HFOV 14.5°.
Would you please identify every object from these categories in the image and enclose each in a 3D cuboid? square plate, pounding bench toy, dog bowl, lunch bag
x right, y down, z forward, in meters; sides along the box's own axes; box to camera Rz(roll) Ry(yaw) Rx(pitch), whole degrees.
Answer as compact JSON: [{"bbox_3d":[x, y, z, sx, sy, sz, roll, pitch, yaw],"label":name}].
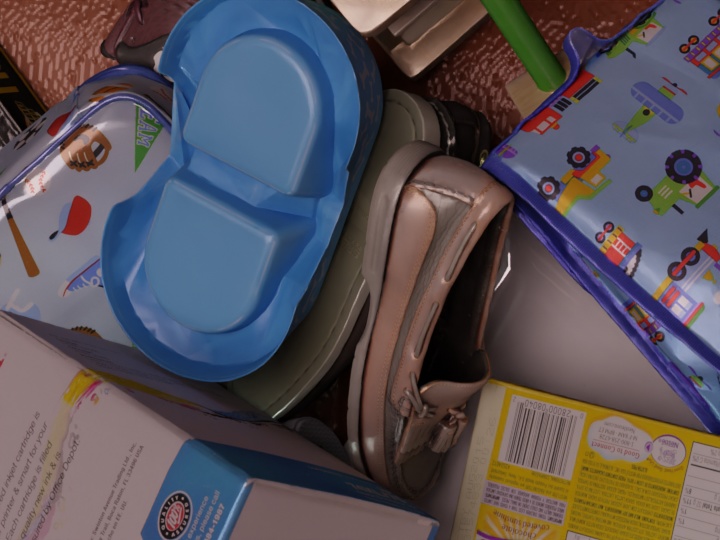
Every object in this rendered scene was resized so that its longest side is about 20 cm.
[{"bbox_3d":[0.093,0.102,1.423,0.200,0.028,0.198,38,99,29],"label":"square plate"},{"bbox_3d":[0.044,-0.161,1.367,0.124,0.156,0.200,-40,80,5],"label":"pounding bench toy"},{"bbox_3d":[-0.054,-0.044,1.378,0.111,0.050,0.201,28,113,20],"label":"dog bowl"},{"bbox_3d":[0.165,-0.041,1.337,0.151,0.094,0.200,-42,82,-12],"label":"lunch bag"},{"bbox_3d":[-0.139,0.005,1.477,0.200,0.076,0.160,-42,109,11],"label":"lunch bag"}]

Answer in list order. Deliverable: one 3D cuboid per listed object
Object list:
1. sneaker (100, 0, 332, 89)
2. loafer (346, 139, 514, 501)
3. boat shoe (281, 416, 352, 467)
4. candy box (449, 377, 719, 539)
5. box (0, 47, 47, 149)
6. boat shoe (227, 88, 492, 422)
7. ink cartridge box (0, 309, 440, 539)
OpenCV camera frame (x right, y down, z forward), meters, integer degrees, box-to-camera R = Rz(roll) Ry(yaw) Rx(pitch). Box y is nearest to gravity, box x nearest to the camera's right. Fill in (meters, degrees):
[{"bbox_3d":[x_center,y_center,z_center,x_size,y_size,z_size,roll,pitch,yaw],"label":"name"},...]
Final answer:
[{"bbox_3d":[-0.106,-0.167,1.482,0.115,0.076,0.200,-33,83,23],"label":"sneaker"},{"bbox_3d":[0.036,0.035,1.368,0.063,0.072,0.201,21,128,26],"label":"loafer"},{"bbox_3d":[-0.017,0.175,1.422,0.067,0.073,0.201,-33,59,31],"label":"boat shoe"},{"bbox_3d":[0.126,0.119,1.340,0.200,0.026,0.103,13,93,44],"label":"candy box"},{"bbox_3d":[-0.269,-0.083,1.563,0.160,0.049,0.200,-41,80,21],"label":"box"},{"bbox_3d":[0.000,0.000,1.425,0.072,0.060,0.202,52,123,36],"label":"boat shoe"},{"bbox_3d":[-0.099,0.133,1.355,0.200,0.146,0.147,30,98,41],"label":"ink cartridge box"}]
